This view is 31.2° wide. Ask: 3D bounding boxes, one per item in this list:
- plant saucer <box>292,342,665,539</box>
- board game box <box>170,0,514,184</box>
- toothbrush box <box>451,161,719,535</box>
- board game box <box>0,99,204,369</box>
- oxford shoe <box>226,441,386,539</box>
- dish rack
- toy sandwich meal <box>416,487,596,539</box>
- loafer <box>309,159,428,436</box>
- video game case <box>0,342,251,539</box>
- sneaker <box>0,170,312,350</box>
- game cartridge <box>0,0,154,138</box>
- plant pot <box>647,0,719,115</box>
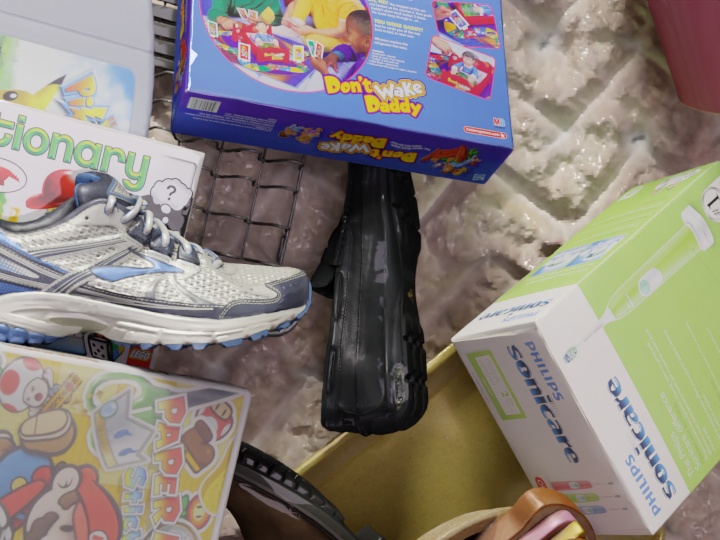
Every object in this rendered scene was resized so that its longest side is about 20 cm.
[{"bbox_3d":[0.069,0.155,0.840,0.199,0.048,0.201,-37,101,-9],"label":"plant saucer"},{"bbox_3d":[-0.010,-0.135,0.773,0.197,0.045,0.136,8,63,-18],"label":"board game box"},{"bbox_3d":[0.176,0.047,0.809,0.199,0.086,0.147,-37,102,-34],"label":"toothbrush box"},{"bbox_3d":[-0.192,-0.025,0.677,0.198,0.035,0.128,13,93,-19],"label":"board game box"},{"bbox_3d":[-0.042,0.166,0.751,0.200,0.073,0.085,41,85,-12],"label":"oxford shoe"},{"bbox_3d":[-0.095,-0.072,0.784,0.151,0.055,0.203,12,89,-15],"label":"dish rack"},{"bbox_3d":[0.065,0.220,0.740,0.204,0.070,0.207,-24,133,-29],"label":"toy sandwich meal"},{"bbox_3d":[0.000,0.000,0.794,0.069,0.068,0.203,-7,74,17],"label":"loafer"},{"bbox_3d":[-0.152,0.141,0.617,0.180,0.023,0.203,14,88,-36],"label":"video game case"},{"bbox_3d":[-0.118,-0.006,0.646,0.197,0.077,0.086,2,93,-19],"label":"sneaker"},{"bbox_3d":[-0.185,-0.076,0.709,0.132,0.040,0.203,12,93,-22],"label":"game cartridge"},{"bbox_3d":[0.256,-0.202,0.809,0.198,0.200,0.181,-16,112,-13],"label":"plant pot"}]
